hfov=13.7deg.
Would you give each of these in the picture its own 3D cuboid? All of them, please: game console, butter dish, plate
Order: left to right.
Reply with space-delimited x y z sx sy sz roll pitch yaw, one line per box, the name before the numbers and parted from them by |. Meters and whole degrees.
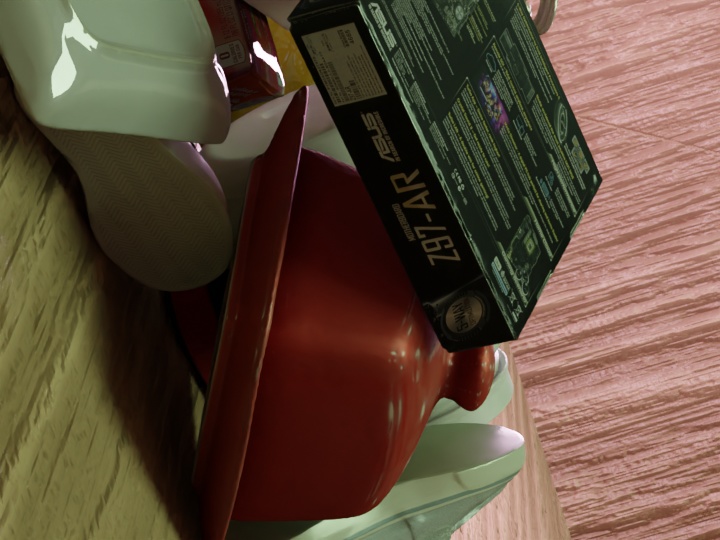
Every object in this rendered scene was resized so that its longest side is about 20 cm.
plate | -0.135 -0.158 1.423 0.200 0.032 0.200 1 63 -66
game console | -0.085 0.012 1.771 0.200 0.031 0.177 65 8 -54
butter dish | -0.002 0.041 1.566 0.200 0.147 0.200 -83 -174 -46

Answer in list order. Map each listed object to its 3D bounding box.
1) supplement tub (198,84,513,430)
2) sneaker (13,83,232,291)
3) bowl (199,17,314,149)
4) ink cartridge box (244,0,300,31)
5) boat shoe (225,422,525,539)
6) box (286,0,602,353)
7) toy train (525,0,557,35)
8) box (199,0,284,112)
supplement tub | 0.000 0.000 1.737 0.145 0.144 0.200 -86 157 -71
sneaker | -0.118 -0.086 1.527 0.200 0.073 0.116 64 15 -48
bowl | -0.057 -0.138 1.880 0.200 0.107 0.201 24 90 -89
ink cartridge box | -0.041 -0.241 1.618 0.145 0.084 0.201 17 56 -79
boat shoe | 0.008 0.143 1.653 0.070 0.200 0.072 23 -53 49
box | 0.048 -0.084 1.523 0.200 0.043 0.160 64 33 -24
toy train | 0.085 -0.078 1.850 0.056 0.150 0.201 12 88 -39
box | -0.119 -0.180 1.623 0.095 0.099 0.201 30 44 -78
